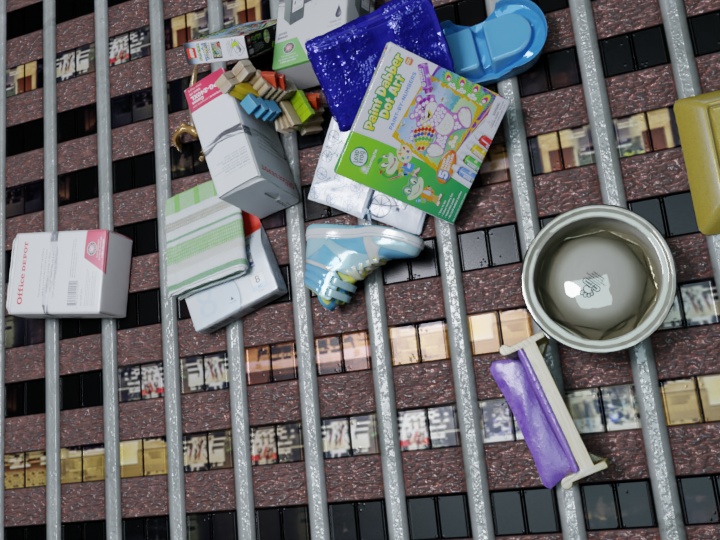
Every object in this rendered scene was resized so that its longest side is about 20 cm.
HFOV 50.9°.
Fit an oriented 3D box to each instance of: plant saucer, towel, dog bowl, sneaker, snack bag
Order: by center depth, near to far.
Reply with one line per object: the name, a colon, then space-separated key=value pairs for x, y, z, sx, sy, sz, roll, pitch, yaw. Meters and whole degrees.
plant saucer: x=0.538 y=-0.164 z=1.001 sx=0.198 sy=0.048 sz=0.202 roll=-10 pitch=76 yaw=18
dog bowl: x=0.322 y=0.016 z=1.028 sx=0.198 sy=0.074 sz=0.202 roll=-4 pitch=77 yaw=16
towel: x=0.032 y=-0.308 z=1.110 sx=0.199 sy=0.050 sz=0.149 roll=-24 pitch=98 yaw=1
sneaker: x=0.000 y=0.000 z=1.151 sx=0.198 sy=0.079 sz=0.132 roll=3 pitch=79 yaw=30
dog bowl: x=0.188 y=-0.337 z=1.159 sx=0.198 sy=0.050 sz=0.113 roll=-16 pitch=75 yaw=16
snack bag: x=0.032 y=-0.166 z=1.165 sx=0.199 sy=0.021 sz=0.190 roll=22 pitch=102 yaw=14
towel: x=-0.257 y=-0.060 z=1.258 sx=0.148 sy=0.031 sz=0.202 roll=-19 pitch=57 yaw=15

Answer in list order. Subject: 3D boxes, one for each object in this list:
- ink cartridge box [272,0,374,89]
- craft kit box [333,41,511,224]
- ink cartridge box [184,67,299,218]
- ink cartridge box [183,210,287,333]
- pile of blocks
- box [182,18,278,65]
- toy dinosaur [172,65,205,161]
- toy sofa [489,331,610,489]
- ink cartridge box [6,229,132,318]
ink cartridge box: x=-0.056 y=-0.413 z=1.221 sx=0.144 sy=0.084 sz=0.202 roll=-6 pitch=74 yaw=33
craft kit box: x=0.088 y=-0.197 z=1.101 sx=0.196 sy=0.049 sz=0.201 roll=22 pitch=101 yaw=-7
ink cartridge box: x=-0.188 y=-0.199 z=1.216 sx=0.083 sy=0.145 sz=0.202 roll=-24 pitch=73 yaw=16
ink cartridge box: x=-0.227 y=-0.019 z=1.251 sx=0.159 sy=0.047 sz=0.201 roll=-27 pitch=74 yaw=13
pile of blocks: x=-0.125 y=-0.269 z=1.178 sx=0.062 sy=0.199 sz=0.083 roll=-36 pitch=56 yaw=37
box: x=-0.191 y=-0.375 z=1.231 sx=0.109 sy=0.200 sz=0.035 roll=-1 pitch=115 yaw=19
toy dinosaur: x=-0.281 y=-0.257 z=1.318 sx=0.106 sy=0.060 sz=0.201 roll=-27 pitch=82 yaw=0
toy sofa: x=0.248 y=0.192 z=1.022 sx=0.097 sy=0.083 sz=0.201 roll=-27 pitch=72 yaw=13
ink cartridge box: x=-0.510 y=0.010 z=1.329 sx=0.198 sy=0.085 sz=0.147 roll=-1 pitch=80 yaw=18
